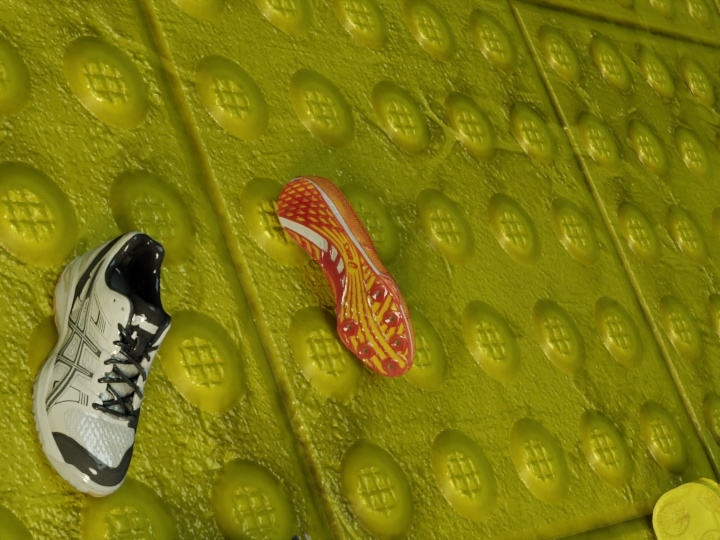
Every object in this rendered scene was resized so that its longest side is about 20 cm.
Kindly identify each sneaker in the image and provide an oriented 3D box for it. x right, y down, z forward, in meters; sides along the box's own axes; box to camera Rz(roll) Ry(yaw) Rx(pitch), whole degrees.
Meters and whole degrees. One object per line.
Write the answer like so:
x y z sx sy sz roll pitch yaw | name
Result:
-0.178 0.058 1.090 0.075 0.087 0.201 26 47 -39 | sneaker
0.000 0.000 1.370 0.201 0.073 0.077 64 25 5 | sneaker

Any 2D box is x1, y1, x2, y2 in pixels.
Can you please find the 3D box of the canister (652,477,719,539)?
0.409 0.295 1.626 0.199 0.086 0.149 5 60 -51 | canister

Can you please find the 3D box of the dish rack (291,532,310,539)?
-0.013 0.282 1.074 0.201 0.054 0.154 69 16 -51 | dish rack
